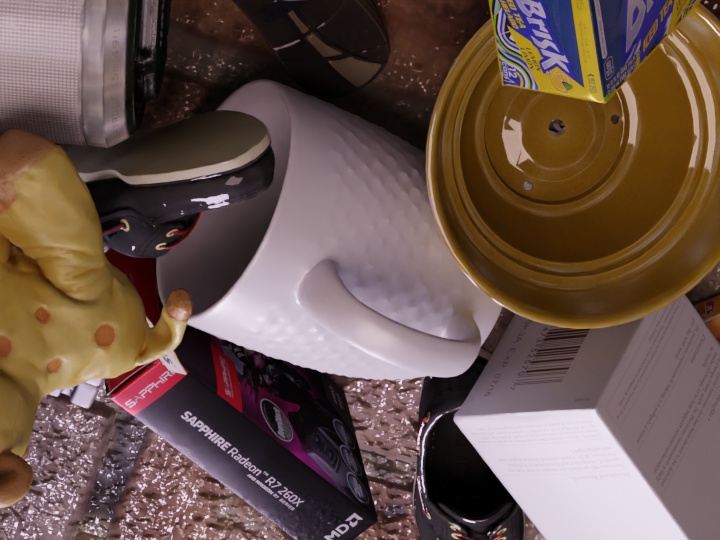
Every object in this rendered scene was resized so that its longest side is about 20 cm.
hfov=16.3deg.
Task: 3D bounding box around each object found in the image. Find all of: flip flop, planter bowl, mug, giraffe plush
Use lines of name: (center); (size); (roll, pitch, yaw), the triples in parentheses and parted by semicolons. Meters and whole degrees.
flip flop: (-0.041, -0.180, 1.411); (0.081, 0.058, 0.200); (-24, 135, 10)
planter bowl: (0.122, -0.075, 1.435); (0.199, 0.083, 0.202); (-4, 105, -14)
mug: (0.000, 0.000, 1.440); (0.174, 0.200, 0.148); (22, 108, -28)
giraffe plush: (-0.204, 0.042, 1.329); (0.200, 0.162, 0.172); (45, 152, -13)

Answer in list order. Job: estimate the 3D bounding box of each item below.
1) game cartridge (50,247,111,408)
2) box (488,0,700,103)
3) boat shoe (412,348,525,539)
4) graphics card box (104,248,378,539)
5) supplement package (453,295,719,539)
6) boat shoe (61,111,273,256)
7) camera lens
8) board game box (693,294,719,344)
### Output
game cartridge: (-0.235, -0.002, 1.550); (0.199, 0.038, 0.130); (22, 118, -12)
box: (0.144, -0.169, 1.316); (0.064, 0.200, 0.070); (13, 131, 33)
boat shoe: (0.069, 0.146, 1.619); (0.073, 0.063, 0.203); (-4, 125, 3)
graphics card box: (-0.077, 0.075, 1.516); (0.051, 0.126, 0.200); (-37, 126, 15)
supplement package: (0.171, 0.113, 1.535); (0.117, 0.117, 0.200); (-8, 129, 44)
boat shoe: (-0.114, -0.045, 1.411); (0.201, 0.074, 0.063); (-7, 113, 47)
camera lens: (-0.205, -0.153, 1.368); (0.198, 0.160, 0.161); (5, 124, 0)
board game box: (0.271, 0.094, 1.596); (0.095, 0.030, 0.201); (-22, 123, 17)
